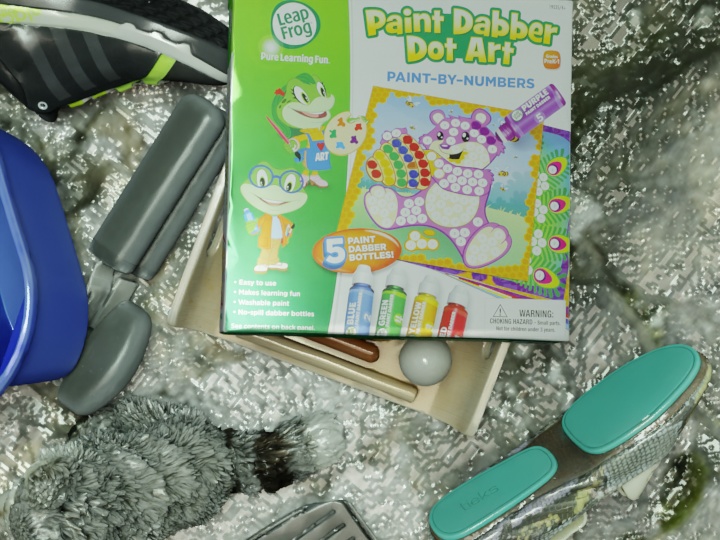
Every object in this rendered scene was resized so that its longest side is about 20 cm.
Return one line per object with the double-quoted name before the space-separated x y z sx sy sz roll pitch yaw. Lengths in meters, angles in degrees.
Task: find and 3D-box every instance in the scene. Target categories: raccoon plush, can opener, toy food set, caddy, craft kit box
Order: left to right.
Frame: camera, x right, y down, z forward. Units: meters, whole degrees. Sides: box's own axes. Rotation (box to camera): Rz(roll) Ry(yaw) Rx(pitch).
"caddy" -0.243 -0.005 0.737 0.141 0.105 0.201 -24 76 14
"can opener" -0.130 -0.009 0.788 0.066 0.053 0.201 28 91 17
"raccoon plush" -0.112 0.114 0.753 0.199 0.134 0.097 -24 91 1
"toy food set" 0.000 0.000 0.786 0.199 0.060 0.144 21 93 -2
"craft kit box" 0.021 -0.059 0.743 0.199 0.049 0.199 1 83 -8

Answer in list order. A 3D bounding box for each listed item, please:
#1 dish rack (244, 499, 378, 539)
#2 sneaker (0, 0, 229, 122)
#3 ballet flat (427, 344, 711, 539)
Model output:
"dish rack" -0.014 0.250 0.801 0.153 0.055 0.200 -35 92 0
"sneaker" -0.168 -0.129 0.787 0.199 0.072 0.083 14 113 1
"ballet flat" 0.135 0.122 0.798 0.200 0.072 0.072 -35 92 1
